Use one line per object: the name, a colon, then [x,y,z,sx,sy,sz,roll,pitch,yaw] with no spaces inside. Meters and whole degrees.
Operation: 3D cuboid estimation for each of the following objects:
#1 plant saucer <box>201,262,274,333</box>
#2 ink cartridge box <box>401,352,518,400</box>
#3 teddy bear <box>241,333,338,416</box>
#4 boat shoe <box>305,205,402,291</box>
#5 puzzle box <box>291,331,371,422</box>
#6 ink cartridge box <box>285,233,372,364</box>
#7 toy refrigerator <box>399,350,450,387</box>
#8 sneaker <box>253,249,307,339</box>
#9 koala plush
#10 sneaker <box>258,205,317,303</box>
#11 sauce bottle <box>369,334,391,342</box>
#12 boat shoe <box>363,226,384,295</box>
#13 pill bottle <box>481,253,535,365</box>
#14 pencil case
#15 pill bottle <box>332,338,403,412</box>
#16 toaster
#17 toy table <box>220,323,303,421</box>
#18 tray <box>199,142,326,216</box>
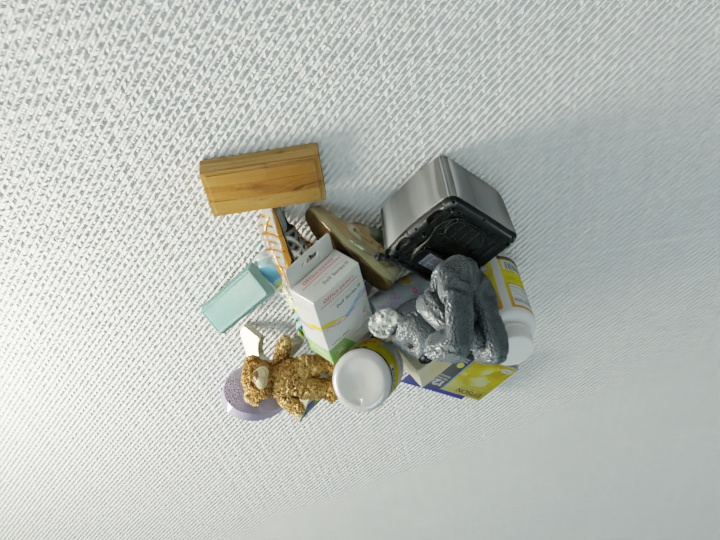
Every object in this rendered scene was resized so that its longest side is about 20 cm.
plant saucer: [-0.237,0.058,1.509,0.070,0.019,0.199,50,132,-4]
ink cartridge box: [0.224,0.240,1.826,0.194,0.048,0.201,19,130,-29]
teddy bear: [-0.127,0.199,1.490,0.195,0.067,0.149,16,96,-3]
boat shoe: [-0.012,-0.050,1.411,0.199,0.065,0.071,42,155,-7]
puzzle box: [-0.060,0.211,1.633,0.025,0.200,0.134,39,146,11]
ink cartridge box: [-0.051,0.050,1.394,0.117,0.067,0.203,-42,139,-25]
toy refrigerator: [0.174,0.137,1.605,0.198,0.076,0.071,-36,142,-14]
sneaker: [-0.117,0.051,1.480,0.198,0.133,0.079,28,138,-35]
koala plush: [0.126,0.085,1.376,0.197,0.189,0.175,-22,159,41]
sneaker: [-0.117,-0.034,1.412,0.076,0.078,0.204,-31,115,-22]
sauce bottle: [0.041,0.161,1.655,0.064,0.068,0.201,-2,153,-7]
boat shoe: [0.000,0.000,1.499,0.061,0.073,0.202,24,118,-13]
pill bottle: [0.264,0.073,1.499,0.106,0.203,0.111,-4,135,-4]
pencil case: [0.103,0.052,1.501,0.197,0.083,0.092,-31,101,-16]
pill bottle: [0.020,0.186,1.472,0.107,0.112,0.200,-18,179,12]
toaster: [0.140,-0.077,1.387,0.197,0.121,0.180,25,129,-33]
toy table: [-0.189,0.208,1.621,0.181,0.200,0.119,30,115,6]
tray: [-0.159,-0.148,1.322,0.194,0.038,0.100,-9,140,0]
